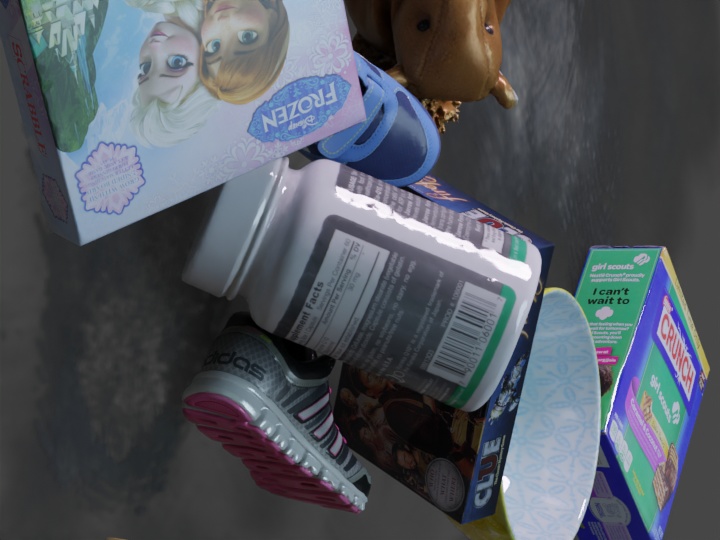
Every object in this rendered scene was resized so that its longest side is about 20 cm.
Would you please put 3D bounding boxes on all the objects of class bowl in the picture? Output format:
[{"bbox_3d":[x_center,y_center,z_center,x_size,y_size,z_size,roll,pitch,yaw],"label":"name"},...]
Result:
[{"bbox_3d":[0.092,0.111,1.965,0.200,0.107,0.201,-8,99,-63],"label":"bowl"}]

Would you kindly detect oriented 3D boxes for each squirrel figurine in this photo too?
[{"bbox_3d":[0.047,-0.150,1.782,0.187,0.141,0.200,-105,-154,-53],"label":"squirrel figurine"}]

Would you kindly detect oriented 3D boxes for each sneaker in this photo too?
[{"bbox_3d":[-0.029,-0.111,1.643,0.200,0.082,0.074,36,92,-23],"label":"sneaker"},{"bbox_3d":[-0.041,0.090,1.727,0.200,0.074,0.088,46,57,-50],"label":"sneaker"}]

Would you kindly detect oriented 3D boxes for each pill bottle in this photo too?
[{"bbox_3d":[0.000,0.000,1.645,0.113,0.200,0.113,-157,-90,-85],"label":"pill bottle"}]

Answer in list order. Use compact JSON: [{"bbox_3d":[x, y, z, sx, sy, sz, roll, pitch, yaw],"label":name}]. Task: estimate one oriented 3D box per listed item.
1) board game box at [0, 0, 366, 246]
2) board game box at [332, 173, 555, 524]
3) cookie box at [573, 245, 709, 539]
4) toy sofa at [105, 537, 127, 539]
[{"bbox_3d":[-0.103,-0.142,1.510,0.200,0.041,0.200,-26,119,-25],"label":"board game box"},{"bbox_3d":[0.051,0.048,1.784,0.035,0.135,0.201,-12,122,-42],"label":"board game box"},{"bbox_3d":[0.221,0.107,2.270,0.171,0.075,0.200,63,37,-44],"label":"cookie box"},{"bbox_3d":[-0.098,0.251,1.613,0.200,0.083,0.098,58,47,-49],"label":"toy sofa"}]
